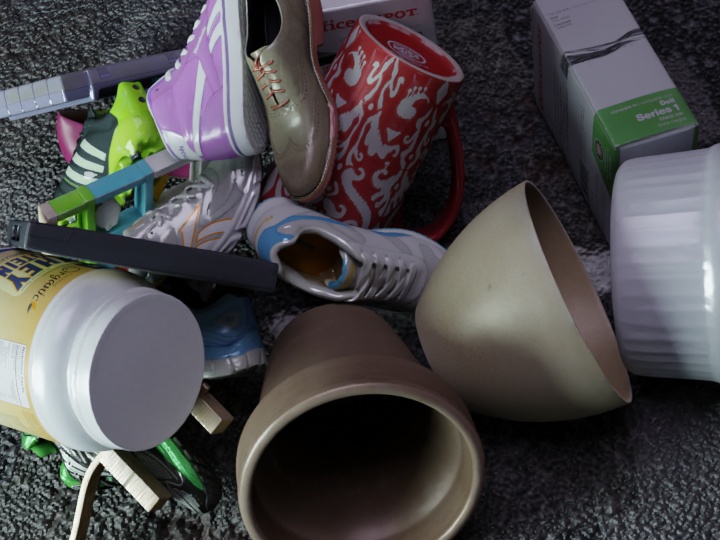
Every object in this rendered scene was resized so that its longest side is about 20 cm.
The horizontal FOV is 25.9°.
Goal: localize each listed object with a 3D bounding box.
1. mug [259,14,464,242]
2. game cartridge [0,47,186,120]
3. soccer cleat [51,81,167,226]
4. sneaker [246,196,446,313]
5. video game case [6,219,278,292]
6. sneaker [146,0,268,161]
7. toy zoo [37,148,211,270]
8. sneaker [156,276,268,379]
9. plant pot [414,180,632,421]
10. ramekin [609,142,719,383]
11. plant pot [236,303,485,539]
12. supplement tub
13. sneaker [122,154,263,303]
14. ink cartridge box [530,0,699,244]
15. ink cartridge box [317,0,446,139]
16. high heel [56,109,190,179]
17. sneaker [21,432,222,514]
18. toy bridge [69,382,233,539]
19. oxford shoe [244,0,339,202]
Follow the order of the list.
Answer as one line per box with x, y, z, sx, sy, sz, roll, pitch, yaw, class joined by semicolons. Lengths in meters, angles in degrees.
0.014;-0.115;1.417;0.176;0.201;0.133;2;35;-47;mug
-0.257;-0.182;1.530;0.129;0.039;0.199;-1;14;38;game cartridge
-0.243;-0.104;1.475;0.067;0.200;0.082;-7;68;-41;soccer cleat
0.000;0.000;1.343;0.198;0.077;0.081;14;19;-20;sneaker
-0.182;-0.014;1.276;0.198;0.181;0.026;10;89;-17;video game case
-0.141;-0.196;1.391;0.113;0.073;0.203;-5;72;25;sneaker
-0.201;-0.049;1.435;0.199;0.132;0.020;-27;58;-27;toy zoo
-0.169;0.052;1.371;0.198;0.078;0.091;-5;87;27;sneaker
0.124;0.046;1.307;0.133;0.200;0.202;-27;51;15;plant pot
0.267;-0.004;1.305;0.096;0.201;0.202;-2;53;18;ramekin
-0.009;0.122;1.278;0.198;0.202;0.175;-13;33;-1;plant pot
-0.235;0.064;1.251;0.198;0.145;0.145;10;54;38;supplement tub
-0.159;-0.040;1.404;0.202;0.091;0.076;-64;25;5;sneaker
0.231;-0.147;1.442;0.083;0.147;0.201;-17;53;-5;ink cartridge box
0.001;-0.209;1.492;0.145;0.201;0.084;-10;52;2;ink cartridge box
-0.195;-0.137;1.531;0.198;0.097;0.068;-20;37;-5;high heel
-0.203;0.162;1.343;0.198;0.078;0.086;23;76;26;sneaker
-0.186;0.169;1.283;0.067;0.027;0.201;42;101;15;toy bridge
-0.070;-0.157;1.336;0.070;0.074;0.202;-21;70;34;oxford shoe
